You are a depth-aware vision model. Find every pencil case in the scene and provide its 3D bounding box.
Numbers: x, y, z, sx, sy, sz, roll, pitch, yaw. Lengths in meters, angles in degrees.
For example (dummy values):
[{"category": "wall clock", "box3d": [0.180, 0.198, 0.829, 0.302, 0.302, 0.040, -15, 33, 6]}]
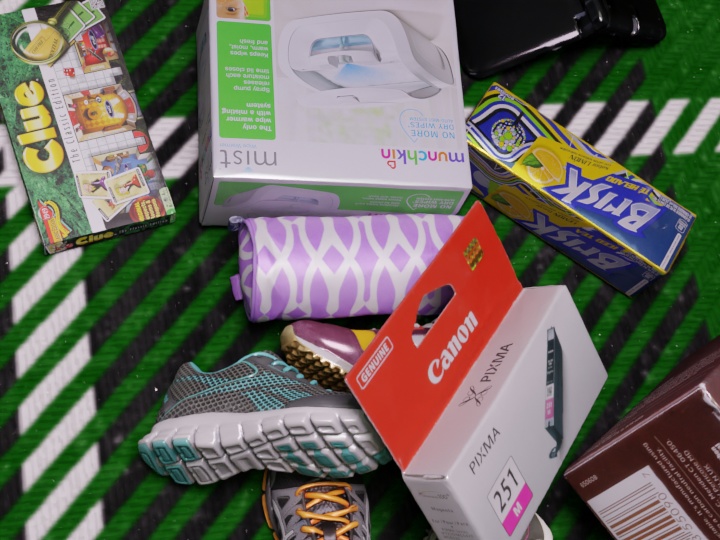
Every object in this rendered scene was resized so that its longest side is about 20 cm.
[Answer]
[{"category": "pencil case", "box3d": [0.000, 0.000, 0.901, 0.200, 0.086, 0.084, 0, 64, -12]}]

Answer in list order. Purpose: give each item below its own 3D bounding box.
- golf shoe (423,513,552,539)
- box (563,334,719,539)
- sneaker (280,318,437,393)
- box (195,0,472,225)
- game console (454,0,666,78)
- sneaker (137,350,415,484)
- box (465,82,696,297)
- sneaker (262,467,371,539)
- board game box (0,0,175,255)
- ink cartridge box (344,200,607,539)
[{"category": "golf shoe", "box3d": [0.073, 0.245, 0.838, 0.088, 0.077, 0.200, 31, 67, -9]}, {"category": "box", "box3d": [0.292, 0.133, 0.851, 0.200, 0.164, 0.166, -32, 78, -39]}, {"category": "sneaker", "box3d": [0.038, 0.068, 0.895, 0.200, 0.075, 0.090, 26, 68, -13]}, {"category": "box", "box3d": [-0.027, -0.126, 0.936, 0.200, 0.097, 0.177, 2, 68, -13]}, {"category": "game console", "box3d": [0.160, -0.278, 1.075, 0.176, 0.116, 0.200, -2, 69, -46]}, {"category": "sneaker", "box3d": [-0.058, 0.093, 0.829, 0.200, 0.078, 0.091, -4, 51, 16]}, {"category": "box", "box3d": [0.168, -0.064, 0.971, 0.200, 0.070, 0.064, 33, 68, 0]}, {"category": "sneaker", "box3d": [-0.022, 0.197, 0.830, 0.078, 0.077, 0.200, -5, 70, -13]}, {"category": "board game box", "box3d": [-0.224, -0.118, 0.925, 0.105, 0.023, 0.200, -17, 75, -16]}, {"category": "ink cartridge box", "box3d": [0.090, 0.075, 0.819, 0.200, 0.044, 0.174, -52, 124, -38]}]
